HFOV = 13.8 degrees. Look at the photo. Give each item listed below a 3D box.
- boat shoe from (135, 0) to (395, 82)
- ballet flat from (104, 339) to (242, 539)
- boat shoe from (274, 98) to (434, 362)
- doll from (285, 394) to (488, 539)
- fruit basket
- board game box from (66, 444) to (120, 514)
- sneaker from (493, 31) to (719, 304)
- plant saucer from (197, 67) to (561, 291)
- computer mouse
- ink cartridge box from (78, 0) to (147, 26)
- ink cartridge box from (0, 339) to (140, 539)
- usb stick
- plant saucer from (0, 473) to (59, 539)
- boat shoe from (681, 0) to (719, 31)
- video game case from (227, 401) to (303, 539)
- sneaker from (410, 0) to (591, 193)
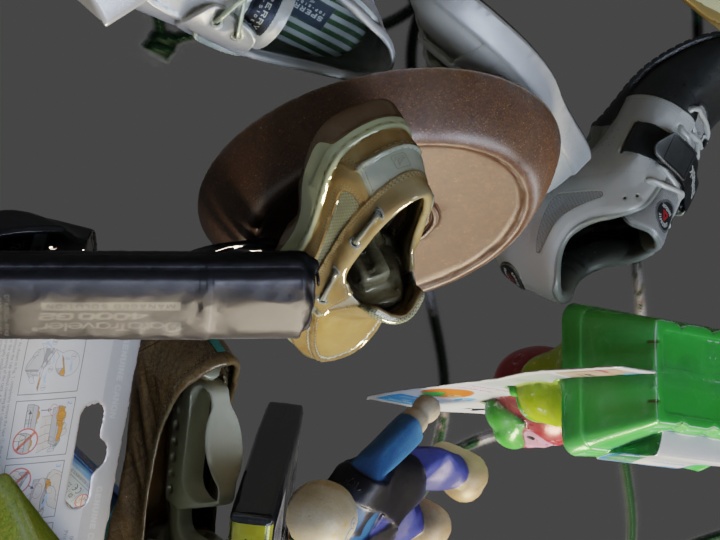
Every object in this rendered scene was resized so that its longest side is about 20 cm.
[{"bbox_3d":[-0.055,-0.143,1.480,0.200,0.067,0.074,11,117,-44],"label":"boat shoe"},{"bbox_3d":[-0.097,0.125,1.643,0.068,0.072,0.200,-4,110,-42],"label":"ballet flat"},{"bbox_3d":[0.000,0.000,1.530,0.072,0.076,0.200,-26,154,-19],"label":"boat shoe"},{"bbox_3d":[0.009,0.129,1.702,0.137,0.048,0.200,-56,161,14],"label":"doll"},{"bbox_3d":[0.136,0.081,1.766,0.200,0.094,0.185,-17,160,42],"label":"fruit basket"},{"bbox_3d":[-0.226,0.170,1.647,0.200,0.037,0.151,-42,140,-3],"label":"board game box"},{"bbox_3d":[0.167,-0.053,1.728,0.200,0.089,0.074,-42,139,-3],"label":"sneaker"},{"bbox_3d":[0.014,-0.037,1.597,0.200,0.035,0.200,-11,149,-6],"label":"plant saucer"},{"bbox_3d":[-0.131,-0.009,1.543,0.200,0.034,0.059,2,132,-26],"label":"computer mouse"},{"bbox_3d":[-0.077,-0.229,1.355,0.200,0.084,0.145,-33,128,-10],"label":"ink cartridge box"},{"bbox_3d":[-0.218,0.095,1.558,0.200,0.050,0.161,-5,115,-41],"label":"ink cartridge box"},{"bbox_3d":[-0.120,0.012,1.494,0.199,0.033,0.056,0,141,-8],"label":"usb stick"},{"bbox_3d":[-0.202,0.225,1.523,0.200,0.048,0.200,-52,156,-14],"label":"plant saucer"},{"bbox_3d":[0.221,-0.166,1.681,0.201,0.072,0.066,27,112,-44],"label":"boat shoe"},{"bbox_3d":[-0.060,0.188,1.660,0.025,0.200,0.181,7,105,2],"label":"video game case"},{"bbox_3d":[0.061,-0.087,1.620,0.085,0.073,0.200,-42,142,-4],"label":"sneaker"}]
